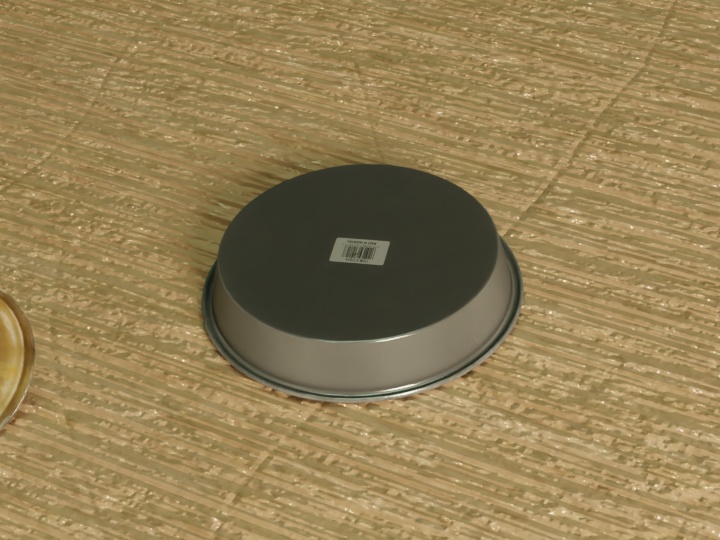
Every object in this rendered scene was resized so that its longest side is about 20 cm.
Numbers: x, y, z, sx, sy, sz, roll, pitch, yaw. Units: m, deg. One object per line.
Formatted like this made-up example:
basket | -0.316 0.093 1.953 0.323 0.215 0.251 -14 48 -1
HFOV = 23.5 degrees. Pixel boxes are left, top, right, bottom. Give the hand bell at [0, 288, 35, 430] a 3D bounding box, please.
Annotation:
hand bell | -0.292 0.031 1.036 0.104 0.104 0.200 -34 35 -31

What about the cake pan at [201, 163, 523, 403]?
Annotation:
cake pan | 0.000 0.000 1.063 0.200 0.037 0.200 -3 40 2
